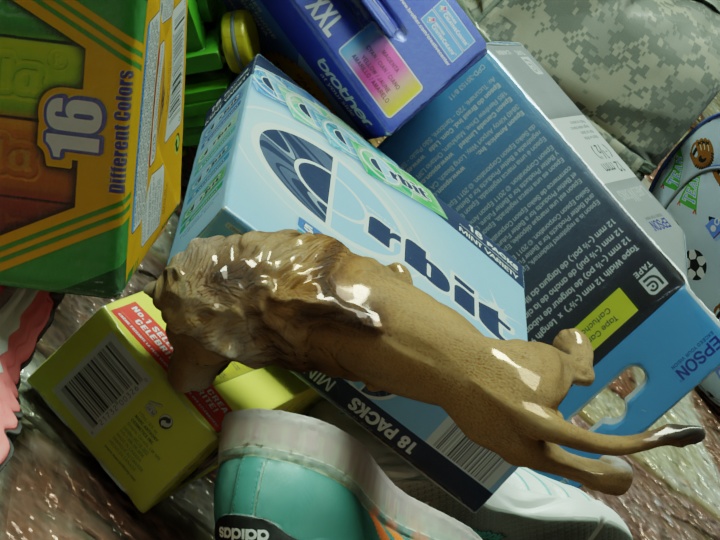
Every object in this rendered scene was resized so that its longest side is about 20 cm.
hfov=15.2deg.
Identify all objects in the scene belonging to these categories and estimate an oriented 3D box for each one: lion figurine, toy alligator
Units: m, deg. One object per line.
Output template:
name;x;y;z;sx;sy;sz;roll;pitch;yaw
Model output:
lion figurine;0.024;0.033;1.030;0.199;0.073;0.122;14;-1;25
toy alligator;-0.080;-0.118;1.297;0.054;0.059;0.200;-82;160;-56

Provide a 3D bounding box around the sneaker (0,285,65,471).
sneaker;-0.160;0.019;0.953;0.087;0.074;0.200;37;20;-16

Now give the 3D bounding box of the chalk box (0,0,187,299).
chalk box;-0.168;-0.074;0.968;0.199;0.125;0.124;6;16;3

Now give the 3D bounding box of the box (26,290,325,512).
box;-0.063;0.040;1.143;0.075;0.050;0.200;49;20;7

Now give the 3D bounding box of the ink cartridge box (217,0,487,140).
ink cartridge box;-0.026;-0.133;1.334;0.137;0.076;0.200;53;-22;-12

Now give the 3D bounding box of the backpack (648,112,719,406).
backpack;0.266;-0.008;1.743;0.154;0.200;0.191;4;41;-44

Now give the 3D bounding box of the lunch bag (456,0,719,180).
lunch bag;0.134;-0.151;1.742;0.200;0.168;0.140;35;23;-31

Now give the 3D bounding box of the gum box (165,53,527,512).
gum box;0.000;0.000;1.206;0.170;0.045;0.200;38;18;-12

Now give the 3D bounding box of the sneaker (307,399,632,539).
sneaker;0.053;0.102;1.235;0.200;0.070;0.080;26;26;-44

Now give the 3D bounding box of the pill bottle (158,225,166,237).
pill bottle;-0.140;-0.089;1.150;0.106;0.106;0.200;27;27;-44

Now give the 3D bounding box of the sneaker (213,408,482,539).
sneaker;-0.007;0.126;1.084;0.200;0.071;0.080;42;54;-53

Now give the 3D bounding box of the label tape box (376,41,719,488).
label tape box;0.085;0.004;1.376;0.200;0.143;0.066;50;20;9
